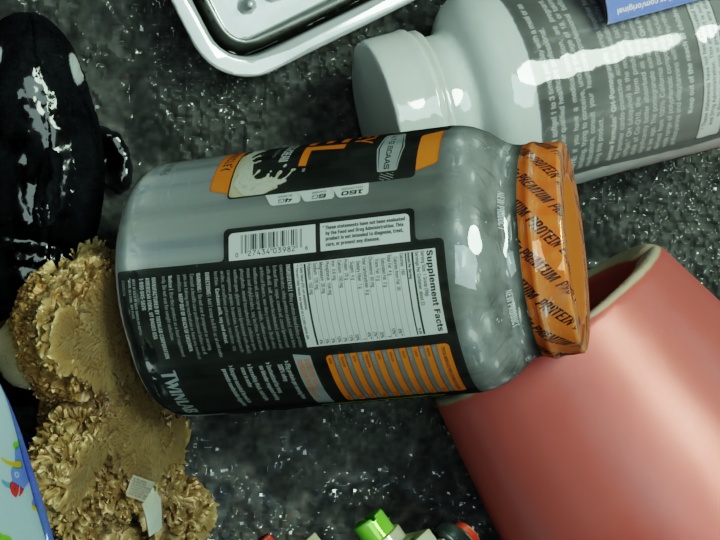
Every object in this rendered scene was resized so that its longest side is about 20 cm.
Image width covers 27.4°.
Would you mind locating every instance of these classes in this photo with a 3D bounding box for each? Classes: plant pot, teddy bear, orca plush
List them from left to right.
[{"bbox_3d":[-0.170,-0.026,0.720,0.105,0.071,0.200,19,91,-15],"label":"orca plush"},{"bbox_3d":[-0.129,0.085,0.715,0.145,0.067,0.200,-63,144,-35],"label":"teddy bear"},{"bbox_3d":[0.145,0.097,0.763,0.200,0.200,0.177,-37,93,-8],"label":"plant pot"}]

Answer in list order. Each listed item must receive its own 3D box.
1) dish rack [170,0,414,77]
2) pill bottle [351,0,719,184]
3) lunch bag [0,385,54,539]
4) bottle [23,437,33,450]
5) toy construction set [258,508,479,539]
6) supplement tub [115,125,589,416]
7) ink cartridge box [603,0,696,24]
[{"bbox_3d":[-0.025,-0.209,0.753,0.200,0.044,0.172,-28,103,-10],"label":"dish rack"},{"bbox_3d":[0.102,-0.099,0.762,0.200,0.111,0.111,-15,99,-13],"label":"pill bottle"},{"bbox_3d":[-0.225,0.118,0.654,0.082,0.200,0.161,-12,85,-49],"label":"lunch bag"},{"bbox_3d":[-0.188,0.187,0.741,0.083,0.065,0.200,-3,97,-10],"label":"bottle"},{"bbox_3d":[0.030,0.196,0.778,0.200,0.131,0.092,42,61,-9],"label":"toy construction set"},{"bbox_3d":[0.000,0.000,0.679,0.200,0.123,0.123,-6,98,13],"label":"supplement tub"},{"bbox_3d":[0.140,-0.228,0.711,0.119,0.042,0.200,-18,100,-20],"label":"ink cartridge box"}]
